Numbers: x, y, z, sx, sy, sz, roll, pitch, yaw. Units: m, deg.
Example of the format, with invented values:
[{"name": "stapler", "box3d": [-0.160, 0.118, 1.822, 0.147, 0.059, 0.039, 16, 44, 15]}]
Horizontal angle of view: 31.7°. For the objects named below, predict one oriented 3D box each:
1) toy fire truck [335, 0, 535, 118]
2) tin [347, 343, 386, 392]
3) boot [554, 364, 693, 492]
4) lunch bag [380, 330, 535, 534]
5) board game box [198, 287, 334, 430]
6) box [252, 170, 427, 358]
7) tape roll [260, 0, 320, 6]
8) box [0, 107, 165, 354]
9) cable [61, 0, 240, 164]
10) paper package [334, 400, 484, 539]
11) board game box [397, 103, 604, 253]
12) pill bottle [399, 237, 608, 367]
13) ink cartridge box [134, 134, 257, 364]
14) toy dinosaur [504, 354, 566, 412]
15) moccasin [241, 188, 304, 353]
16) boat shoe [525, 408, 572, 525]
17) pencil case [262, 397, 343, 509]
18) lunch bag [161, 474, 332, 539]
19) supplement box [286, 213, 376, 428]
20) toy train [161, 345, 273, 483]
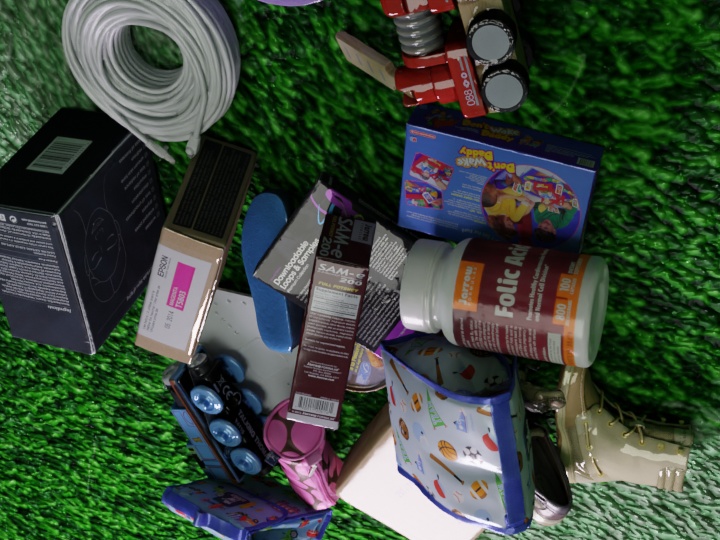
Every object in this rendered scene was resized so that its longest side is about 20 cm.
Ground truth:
[{"name": "toy fire truck", "box3d": [0.054, -0.235, 1.206, 0.198, 0.129, 0.177, -9, 123, 18]}, {"name": "tin", "box3d": [0.008, 0.055, 1.488, 0.111, 0.042, 0.201, 15, 125, -3]}, {"name": "boot", "box3d": [0.302, 0.172, 1.447, 0.154, 0.073, 0.202, 5, 126, 19]}, {"name": "lunch bag", "box3d": [0.117, 0.167, 1.354, 0.200, 0.123, 0.172, -145, 40, -62]}, {"name": "board game box", "box3d": [-0.120, 0.105, 1.616, 0.198, 0.026, 0.201, 12, 132, 16]}, {"name": "box", "box3d": [0.000, 0.000, 1.407, 0.199, 0.036, 0.143, 32, 115, -12]}, {"name": "tape roll", "box3d": [-0.073, -0.354, 1.187, 0.198, 0.066, 0.202, 13, 132, 14]}, {"name": "box", "box3d": [-0.326, -0.049, 1.464, 0.123, 0.201, 0.198, 9, 130, 20]}, {"name": "cable", "box3d": [-0.220, -0.235, 1.352, 0.199, 0.069, 0.200, 36, 132, -6]}, {"name": "paper package", "box3d": [0.095, 0.243, 1.579, 0.189, 0.104, 0.201, 31, 133, -4]}, {"name": "board game box", "box3d": [0.142, -0.086, 1.323, 0.198, 0.045, 0.135, 16, 132, 12]}, {"name": "pill bottle", "box3d": [0.148, 0.028, 1.307, 0.198, 0.115, 0.115, 9, 131, 19]}, {"name": "ink cartridge box", "box3d": [-0.187, -0.024, 1.440, 0.074, 0.166, 0.201, 19, 133, -5]}, {"name": "toy dinosaur", "box3d": [0.149, 0.087, 1.433, 0.199, 0.047, 0.089, 33, 124, 37]}, {"name": "moccasin", "box3d": [-0.095, -0.005, 1.482, 0.080, 0.068, 0.202, 16, 120, 27]}, {"name": "boat shoe", "box3d": [0.188, 0.197, 1.471, 0.201, 0.071, 0.065, 63, 156, 15]}, {"name": "pencil case", "box3d": [-0.067, 0.241, 1.618, 0.094, 0.091, 0.200, 43, 168, 26]}, {"name": "lunch bag", "box3d": [-0.159, 0.330, 1.674, 0.150, 0.199, 0.095, 21, 92, 33]}, {"name": "supplement box", "box3d": [-0.031, 0.054, 1.357, 0.060, 0.109, 0.202, 11, 117, -1]}, {"name": "toy train", "box3d": [-0.185, 0.189, 1.644, 0.113, 0.087, 0.201, -6, 125, 37]}]
